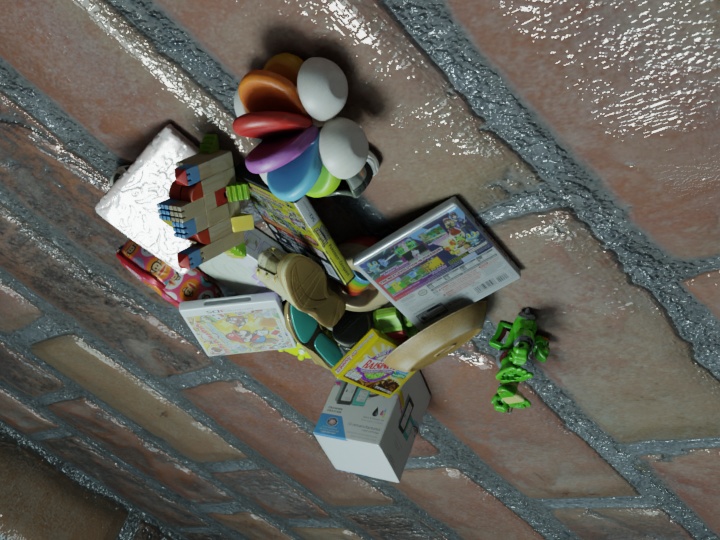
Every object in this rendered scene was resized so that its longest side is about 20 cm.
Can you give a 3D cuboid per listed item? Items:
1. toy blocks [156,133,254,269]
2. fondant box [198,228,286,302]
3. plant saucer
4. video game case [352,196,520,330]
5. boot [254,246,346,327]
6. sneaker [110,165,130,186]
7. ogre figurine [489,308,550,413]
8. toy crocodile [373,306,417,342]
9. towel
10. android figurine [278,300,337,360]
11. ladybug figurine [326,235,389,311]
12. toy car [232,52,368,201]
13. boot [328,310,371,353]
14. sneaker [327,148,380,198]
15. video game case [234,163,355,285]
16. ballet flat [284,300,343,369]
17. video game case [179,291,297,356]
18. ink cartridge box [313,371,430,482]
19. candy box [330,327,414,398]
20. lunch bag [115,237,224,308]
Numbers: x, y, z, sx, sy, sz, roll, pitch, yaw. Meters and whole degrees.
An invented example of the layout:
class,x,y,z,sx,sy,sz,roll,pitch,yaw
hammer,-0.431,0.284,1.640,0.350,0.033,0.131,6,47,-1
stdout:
class,x,y,z,sx,sy,sz,roll,pitch,yaw
toy blocks,-0.252,-0.095,1.471,0.099,0.136,0.202,11,117,35
fondant box,-0.209,-0.018,1.714,0.199,0.059,0.144,33,147,-16
plant saucer,0.132,0.118,1.571,0.036,0.199,0.200,60,150,14
video game case,0.119,-0.006,1.481,0.199,0.023,0.182,-30,123,27
boot,-0.118,0.006,1.545,0.155,0.073,0.200,34,172,32
sneaker,-0.364,-0.096,1.670,0.201,0.080,0.083,55,159,-1
ogre figurine,0.261,0.146,1.586,0.097,0.121,0.201,2,144,23
toy crocodile,0.065,0.102,1.662,0.067,0.062,0.200,-9,163,8
towel,-0.306,-0.114,1.570,0.191,0.032,0.200,38,110,-23
android figurine,-0.125,0.118,1.877,0.181,0.041,0.201,23,146,1
ladybug figurine,0.000,0.000,1.587,0.135,0.072,0.200,32,148,-12
toy car,-0.099,-0.183,1.278,0.174,0.150,0.202,-7,111,38
boot,0.015,0.140,1.705,0.154,0.073,0.203,49,173,-17
sneaker,-0.073,-0.152,1.407,0.198,0.080,0.074,9,148,25
video game case,-0.107,-0.075,1.502,0.199,0.025,0.181,28,156,51
ballet flat,-0.103,0.119,1.774,0.063,0.069,0.201,6,142,39
video game case,-0.225,0.104,1.781,0.180,0.023,0.201,-6,150,5
ink cartridge box,0.027,0.281,1.862,0.145,0.201,0.147,5,143,27
candy box,0.035,0.163,1.642,0.026,0.102,0.200,47,-171,31
lunch bag,-0.362,0.007,1.791,0.176,0.082,0.200,29,169,41
